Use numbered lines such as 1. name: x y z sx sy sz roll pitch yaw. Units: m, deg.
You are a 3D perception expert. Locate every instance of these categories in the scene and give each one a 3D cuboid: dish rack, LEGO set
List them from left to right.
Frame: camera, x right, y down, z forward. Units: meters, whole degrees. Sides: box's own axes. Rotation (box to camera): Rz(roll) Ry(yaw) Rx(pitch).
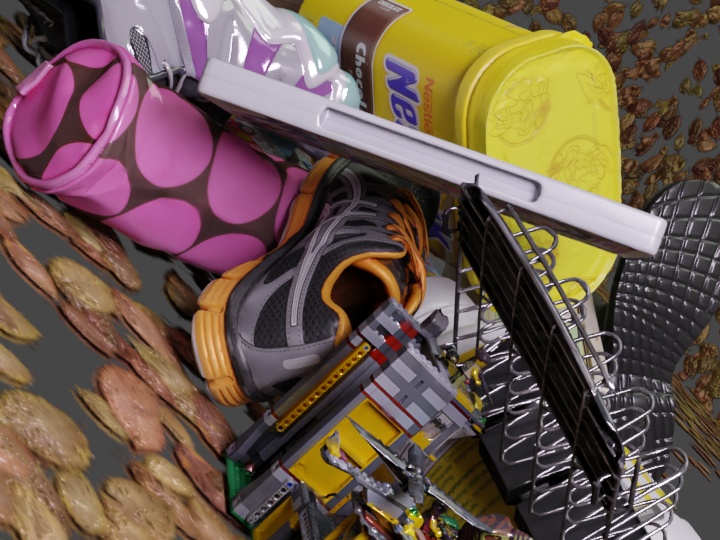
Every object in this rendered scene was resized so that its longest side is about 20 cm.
1. LEGO set: 0.032 0.099 0.691 0.154 0.116 0.200 45 9 -10
2. dish rack: 0.082 0.055 0.725 0.200 0.055 0.153 86 -21 -58

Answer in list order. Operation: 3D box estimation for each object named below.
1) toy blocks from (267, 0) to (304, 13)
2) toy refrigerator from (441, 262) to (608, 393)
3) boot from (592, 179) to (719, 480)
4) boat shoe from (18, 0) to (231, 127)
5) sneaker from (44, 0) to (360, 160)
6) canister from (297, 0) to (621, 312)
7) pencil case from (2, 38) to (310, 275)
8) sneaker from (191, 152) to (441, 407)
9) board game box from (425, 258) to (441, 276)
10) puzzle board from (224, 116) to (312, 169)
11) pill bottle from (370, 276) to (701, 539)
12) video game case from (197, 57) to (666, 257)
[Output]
1. toy blocks: -0.014 -0.219 1.126 0.137 0.200 0.100 20 22 38
2. toy refrigerator: 0.097 0.032 1.073 0.076 0.070 0.200 16 29 -7
3. boot: 0.157 0.030 1.099 0.068 0.200 0.131 12 10 -17
4. boat shoe: -0.155 -0.136 1.002 0.199 0.068 0.074 28 13 -30
5. sneaker: -0.098 -0.102 0.947 0.200 0.140 0.078 49 -22 -14
6. canister: 0.048 -0.078 0.986 0.200 0.086 0.149 34 -43 51
7. pencil case: -0.087 -0.045 0.878 0.200 0.091 0.094 32 19 -51
8. sneaker: 0.000 0.000 0.844 0.200 0.077 0.078 -53 128 -48
9. board game box: -0.002 -0.004 1.176 0.200 0.062 0.200 50 9 26
10. puzzle board: -0.071 -0.071 1.083 0.151 0.017 0.200 7 32 -41
11. pill bottle: 0.070 0.100 0.887 0.200 0.112 0.112 53 10 32
12. video game case: 0.033 -0.047 0.791 0.200 0.018 0.143 20 2 4
